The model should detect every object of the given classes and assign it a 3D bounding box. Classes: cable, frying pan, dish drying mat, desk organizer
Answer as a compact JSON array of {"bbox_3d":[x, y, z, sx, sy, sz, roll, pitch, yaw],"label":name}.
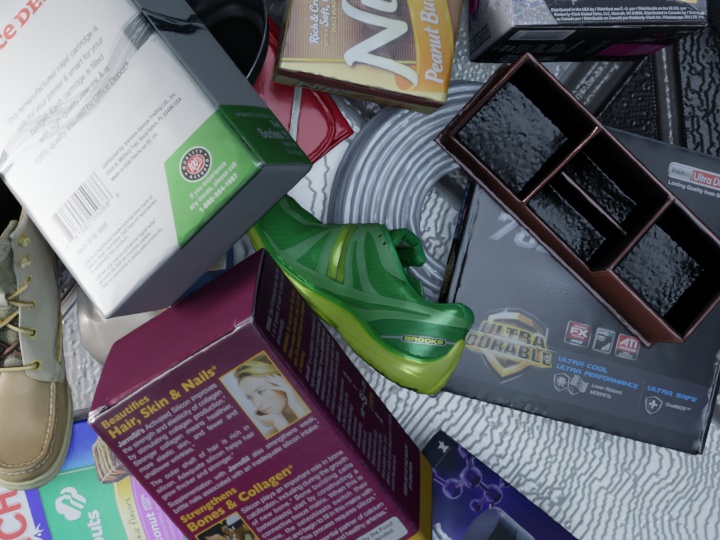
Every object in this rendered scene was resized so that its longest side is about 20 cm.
[{"bbox_3d":[0.074,-0.033,1.234,0.199,0.069,0.201,-31,93,-2],"label":"cable"},{"bbox_3d":[-0.090,-0.174,1.159,0.031,0.114,0.191,35,69,-44],"label":"frying pan"},{"bbox_3d":[-0.093,-0.156,1.247,0.077,0.018,0.201,-38,93,-3],"label":"dish drying mat"},{"bbox_3d":[0.147,-0.044,1.121,0.200,0.077,0.072,44,84,-4],"label":"desk organizer"}]

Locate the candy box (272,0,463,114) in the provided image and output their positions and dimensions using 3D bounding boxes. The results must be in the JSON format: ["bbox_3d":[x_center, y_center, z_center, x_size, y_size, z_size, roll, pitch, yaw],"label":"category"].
[{"bbox_3d":[0.015,-0.216,1.176,0.114,0.055,0.202,11,86,-7],"label":"candy box"}]

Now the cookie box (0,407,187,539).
[{"bbox_3d":[-0.183,0.184,1.220,0.198,0.075,0.173,-12,92,-3],"label":"cookie box"}]

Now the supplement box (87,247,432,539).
[{"bbox_3d":[-0.059,0.112,1.121,0.130,0.103,0.201,-30,111,16],"label":"supplement box"}]

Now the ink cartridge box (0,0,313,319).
[{"bbox_3d":[-0.150,-0.094,1.086,0.146,0.083,0.201,-42,78,19],"label":"ink cartridge box"}]

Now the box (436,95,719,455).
[{"bbox_3d":[0.158,0.004,1.185,0.198,0.050,0.200,15,90,-7],"label":"box"}]

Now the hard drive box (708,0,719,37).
[{"bbox_3d":[0.328,-0.207,1.243,0.155,0.077,0.201,-32,93,-2],"label":"hard drive box"}]

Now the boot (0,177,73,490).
[{"bbox_3d":[-0.232,0.027,1.141,0.071,0.155,0.202,-5,62,-4],"label":"boot"}]

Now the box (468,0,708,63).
[{"bbox_3d":[0.144,-0.207,1.170,0.131,0.200,0.116,-1,90,-4],"label":"box"}]

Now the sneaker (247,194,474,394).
[{"bbox_3d":[0.000,0.000,1.165,0.200,0.074,0.084,41,92,27],"label":"sneaker"}]

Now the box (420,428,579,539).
[{"bbox_3d":[0.046,0.234,1.207,0.141,0.079,0.200,37,79,11],"label":"box"}]

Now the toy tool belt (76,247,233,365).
[{"bbox_3d":[-0.120,-0.028,1.190,0.122,0.125,0.202,-5,90,22],"label":"toy tool belt"}]
